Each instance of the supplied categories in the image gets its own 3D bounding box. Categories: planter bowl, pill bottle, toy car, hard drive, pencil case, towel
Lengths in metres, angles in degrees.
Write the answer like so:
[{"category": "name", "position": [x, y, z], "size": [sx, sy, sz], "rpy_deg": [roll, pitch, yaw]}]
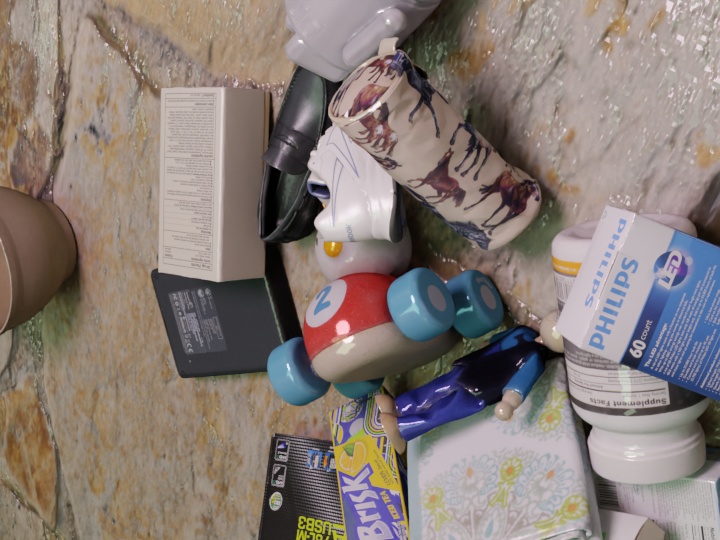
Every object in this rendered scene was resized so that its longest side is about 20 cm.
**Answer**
[{"category": "planter bowl", "position": [-0.465, -0.025, 1.374], "size": [0.199, 0.134, 0.202], "rpy_deg": [14, 114, 35]}, {"category": "pill bottle", "position": [0.223, 0.061, 0.842], "size": [0.116, 0.116, 0.202], "rpy_deg": [0, 105, 40]}, {"category": "toy car", "position": [0.000, 0.000, 0.985], "size": [0.184, 0.176, 0.201], "rpy_deg": [-31, 72, 31]}, {"category": "hard drive", "position": [-0.157, 0.052, 1.211], "size": [0.199, 0.033, 0.141], "rpy_deg": [-9, 98, 42]}, {"category": "pencil case", "position": [0.069, -0.101, 0.874], "size": [0.200, 0.090, 0.078], "rpy_deg": [39, 171, -28]}, {"category": "towel", "position": [0.122, 0.186, 0.914], "size": [0.170, 0.201, 0.048], "rpy_deg": [-26, 127, 23]}]

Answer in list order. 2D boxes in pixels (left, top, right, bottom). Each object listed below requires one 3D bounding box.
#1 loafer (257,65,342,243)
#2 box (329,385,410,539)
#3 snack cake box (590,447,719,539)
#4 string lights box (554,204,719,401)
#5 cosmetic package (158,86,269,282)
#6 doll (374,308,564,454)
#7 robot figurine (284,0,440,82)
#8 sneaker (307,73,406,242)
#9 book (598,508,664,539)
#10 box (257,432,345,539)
[{"category": "loafer", "position": [-0.064, -0.118, 1.050], "size": [0.068, 0.070, 0.202], "rpy_deg": [29, 121, 28]}, {"category": "box", "position": [0.022, 0.216, 1.005], "size": [0.070, 0.064, 0.201], "rpy_deg": [-28, 42, 16]}, {"category": "snack cake box", "position": [0.276, 0.255, 0.895], "size": [0.114, 0.067, 0.202], "rpy_deg": [-2, 103, 39]}, {"category": "string lights box", "position": [0.255, 0.037, 0.752], "size": [0.199, 0.059, 0.103], "rpy_deg": [21, 97, -10]}, {"category": "cosmetic package", "position": [-0.158, -0.094, 1.113], "size": [0.103, 0.073, 0.202], "rpy_deg": [9, 100, 39]}, {"category": "doll", "position": [0.112, 0.097, 0.933], "size": [0.199, 0.137, 0.049], "rpy_deg": [-29, 109, 5]}, {"category": "robot figurine", "position": [0.010, -0.254, 0.914], "size": [0.200, 0.112, 0.171], "rpy_deg": [-40, 44, 40]}, {"category": "sneaker", "position": [-0.008, -0.109, 0.947], "size": [0.086, 0.201, 0.075], "rpy_deg": [-9, 141, 7]}, {"category": "book", "position": [0.155, 0.263, 0.889], "size": [0.048, 0.134, 0.200], "rpy_deg": [41, 156, -23]}, {"category": "box", "position": [-0.027, 0.284, 1.124], "size": [0.199, 0.047, 0.195], "rpy_deg": [1, 78, 40]}]
